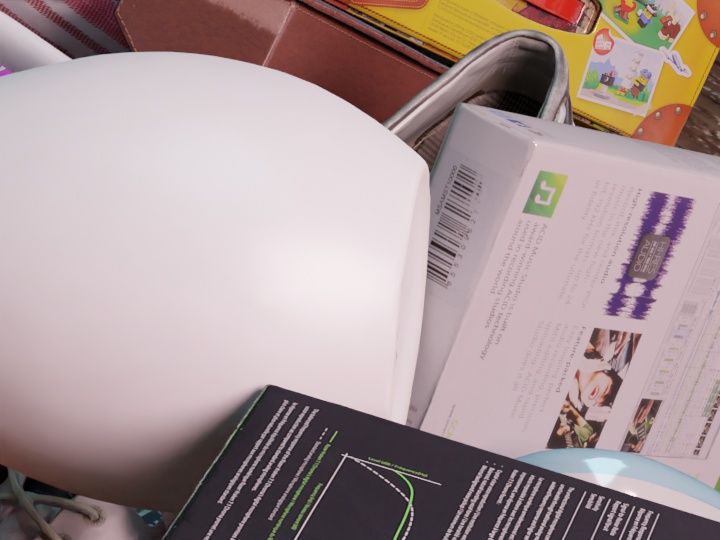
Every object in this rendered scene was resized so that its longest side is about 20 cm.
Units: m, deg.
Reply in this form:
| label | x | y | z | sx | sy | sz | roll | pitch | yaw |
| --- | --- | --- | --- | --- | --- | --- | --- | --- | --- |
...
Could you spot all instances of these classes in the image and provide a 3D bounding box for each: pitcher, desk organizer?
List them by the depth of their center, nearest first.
| label | x | y | z | sx | sy | sz | roll | pitch | yaw |
| --- | --- | --- | --- | --- | --- | --- | --- | --- | --- |
| pitcher | -0.080 | -0.018 | 0.813 | 0.199 | 0.122 | 0.172 | 7 | 45 | 6 |
| desk organizer | -0.017 | -0.054 | 1.064 | 0.072 | 0.077 | 0.200 | 28 | 4 | 29 |

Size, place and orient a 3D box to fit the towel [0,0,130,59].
| label | x | y | z | sx | sy | sz | roll | pitch | yaw |
| --- | --- | --- | --- | --- | --- | --- | --- | --- | --- |
| towel | -0.152 | -0.091 | 1.085 | 0.199 | 0.030 | 0.146 | -2 | -16 | 20 |

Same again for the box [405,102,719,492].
| label | x | y | z | sx | sy | sz | roll | pitch | yaw |
| --- | --- | --- | --- | --- | --- | --- | --- | --- | --- |
| box | 0.076 | 0.032 | 0.904 | 0.200 | 0.145 | 0.036 | 9 | 17 | -48 |

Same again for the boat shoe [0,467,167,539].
| label | x | y | z | sx | sy | sz | roll | pitch | yaw |
| --- | --- | --- | --- | --- | --- | --- | --- | --- | --- |
| boat shoe | -0.092 | 0.081 | 0.902 | 0.073 | 0.067 | 0.200 | 25 | 33 | 25 |

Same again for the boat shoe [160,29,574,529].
| label | x | y | z | sx | sy | sz | roll | pitch | yaw |
| --- | --- | --- | --- | --- | --- | --- | --- | --- | --- |
| boat shoe | 0.000 | 0.000 | 0.900 | 0.072 | 0.071 | 0.200 | 24 | 57 | 19 |

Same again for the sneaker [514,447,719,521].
| label | x | y | z | sx | sy | sz | roll | pitch | yaw |
| --- | --- | --- | --- | --- | --- | --- | --- | --- | --- |
| sneaker | 0.107 | 0.144 | 0.863 | 0.200 | 0.079 | 0.131 | 26 | 61 | -31 |

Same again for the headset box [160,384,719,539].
| label | x | y | z | sx | sy | sz | roll | pitch | yaw |
| --- | --- | --- | --- | --- | --- | --- | --- | --- | --- |
| headset box | 0.044 | 0.147 | 0.723 | 0.199 | 0.175 | 0.093 | 17 | 32 | 10 |

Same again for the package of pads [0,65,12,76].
| label | x | y | z | sx | sy | sz | roll | pitch | yaw |
| --- | --- | --- | --- | --- | --- | --- | --- | --- | --- |
| package of pads | -0.143 | -0.020 | 0.960 | 0.199 | 0.076 | 0.120 | 17 | 40 | 37 |

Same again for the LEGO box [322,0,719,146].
| label | x | y | z | sx | sy | sz | roll | pitch | yaw |
| --- | --- | --- | --- | --- | --- | --- | --- | --- | --- |
| LEGO box | 0.027 | -0.128 | 1.187 | 0.200 | 0.077 | 0.149 | 22 | 4 | -38 |
